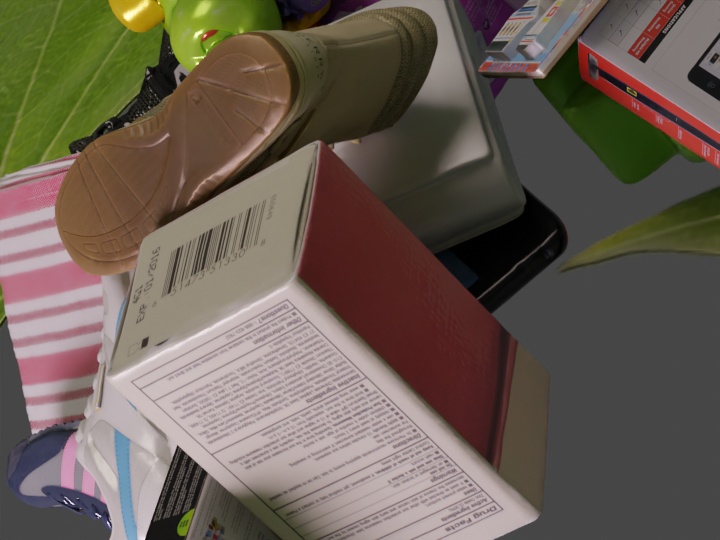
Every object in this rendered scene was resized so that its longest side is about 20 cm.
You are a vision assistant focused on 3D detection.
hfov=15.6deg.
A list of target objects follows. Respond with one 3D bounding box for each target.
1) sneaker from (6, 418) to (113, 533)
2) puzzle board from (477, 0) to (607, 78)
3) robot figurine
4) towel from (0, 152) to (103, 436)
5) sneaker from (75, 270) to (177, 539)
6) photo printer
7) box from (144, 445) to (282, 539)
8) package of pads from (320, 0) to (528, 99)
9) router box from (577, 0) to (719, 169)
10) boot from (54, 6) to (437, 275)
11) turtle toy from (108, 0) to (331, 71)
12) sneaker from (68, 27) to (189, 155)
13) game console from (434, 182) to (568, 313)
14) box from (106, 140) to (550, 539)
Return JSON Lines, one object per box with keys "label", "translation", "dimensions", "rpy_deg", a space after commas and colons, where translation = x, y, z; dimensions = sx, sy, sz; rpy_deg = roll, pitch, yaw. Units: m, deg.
{"label": "sneaker", "translation": [-0.140, 0.131, 1.540], "dimensions": [0.200, 0.070, 0.082], "rpy_deg": [-15, 61, 42]}
{"label": "puzzle board", "translation": [0.122, -0.163, 1.383], "dimensions": [0.151, 0.017, 0.200], "rpy_deg": [-50, 7, 0]}
{"label": "robot figurine", "translation": [0.192, -0.139, 1.415], "dimensions": [0.200, 0.116, 0.176], "rpy_deg": [-42, 36, 5]}
{"label": "towel", "translation": [-0.161, 0.028, 1.622], "dimensions": [0.146, 0.200, 0.030], "rpy_deg": [-11, 0, 45]}
{"label": "sneaker", "translation": [-0.121, 0.071, 1.459], "dimensions": [0.081, 0.076, 0.200], "rpy_deg": [-24, 62, 23]}
{"label": "photo printer", "translation": [-0.018, -0.064, 1.511], "dimensions": [0.200, 0.069, 0.167], "rpy_deg": [-23, 47, 11]}
{"label": "box", "translation": [-0.064, 0.164, 1.364], "dimensions": [0.035, 0.110, 0.200], "rpy_deg": [-21, 37, 36]}
{"label": "package of pads", "translation": [0.016, -0.141, 1.679], "dimensions": [0.200, 0.076, 0.121], "rpy_deg": [5, 59, 54]}
{"label": "router box", "translation": [0.237, -0.132, 1.311], "dimensions": [0.179, 0.049, 0.200], "rpy_deg": [36, 79, 17]}
{"label": "boot", "translation": [-0.061, -0.072, 1.419], "dimensions": [0.200, 0.073, 0.155], "rpy_deg": [-41, -12, 37]}
{"label": "turtle toy", "translation": [-0.072, -0.174, 1.628], "dimensions": [0.146, 0.101, 0.200], "rpy_deg": [-34, 3, 22]}
{"label": "sneaker", "translation": [-0.144, -0.096, 1.732], "dimensions": [0.076, 0.114, 0.200], "rpy_deg": [111, 161, -64]}
{"label": "game console", "translation": [0.000, 0.000, 1.514], "dimensions": [0.200, 0.031, 0.177], "rpy_deg": [-40, 41, -5]}
{"label": "box", "translation": [-0.012, 0.054, 1.343], "dimensions": [0.128, 0.200, 0.109], "rpy_deg": [-27, 33, 29]}
